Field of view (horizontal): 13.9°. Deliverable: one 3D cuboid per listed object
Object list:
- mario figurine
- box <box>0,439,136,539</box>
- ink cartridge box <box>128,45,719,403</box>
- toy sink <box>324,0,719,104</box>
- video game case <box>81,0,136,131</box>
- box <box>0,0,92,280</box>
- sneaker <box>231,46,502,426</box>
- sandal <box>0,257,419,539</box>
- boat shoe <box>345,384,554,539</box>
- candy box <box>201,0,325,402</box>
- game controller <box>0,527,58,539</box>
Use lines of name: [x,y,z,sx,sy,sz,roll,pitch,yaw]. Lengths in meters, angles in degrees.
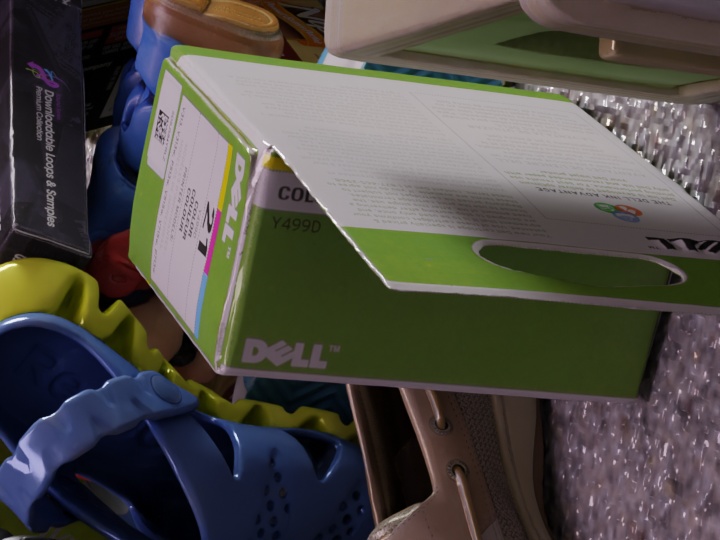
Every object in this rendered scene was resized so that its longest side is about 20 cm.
mario figurine: [-0.069,-0.011,1.106,0.123,0.106,0.201,-25,-42,-64]
box: [-0.122,0.098,1.231,0.048,0.200,0.122,-32,37,4]
ink cartridge box: [0.029,0.004,0.888,0.200,0.147,0.076,-132,51,-60]
toy sink: [0.088,-0.109,0.803,0.200,0.130,0.113,172,102,-65]
video game case: [-0.099,-0.116,1.163,0.026,0.199,0.181,56,140,22]
box: [-0.160,0.005,1.105,0.200,0.036,0.143,-51,31,34]
sneaker: [0.000,0.000,1.067,0.081,0.076,0.201,-119,46,-68]
sandal: [-0.056,0.078,1.008,0.080,0.199,0.087,-55,20,25]
boat shoe: [0.029,0.100,0.972,0.072,0.065,0.201,131,138,-54]
candy box: [-0.047,0.000,1.184,0.116,0.055,0.201,-125,46,-55]
game controller: [-0.055,0.134,0.999,0.104,0.199,0.042,-1,65,61]
